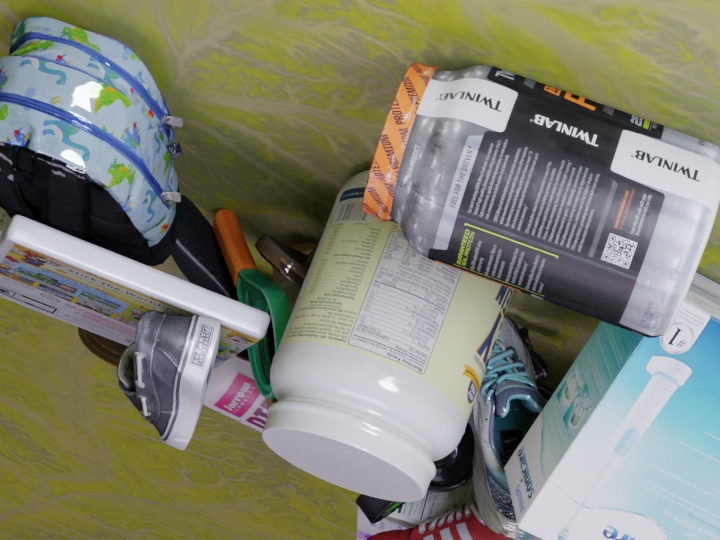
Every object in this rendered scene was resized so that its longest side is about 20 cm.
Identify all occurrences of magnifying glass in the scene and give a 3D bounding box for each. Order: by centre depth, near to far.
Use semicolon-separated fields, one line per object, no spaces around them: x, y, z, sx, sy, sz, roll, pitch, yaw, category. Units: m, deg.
-0.082;0.020;1.556;0.022;0.201;0.080;-2;127;-16;magnifying glass

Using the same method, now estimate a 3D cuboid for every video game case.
-0.182;0.021;1.532;0.199;0.023;0.182;22;163;-13;video game case

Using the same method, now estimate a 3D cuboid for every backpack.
-0.205;-0.090;1.442;0.162;0.155;0.200;24;-179;10;backpack

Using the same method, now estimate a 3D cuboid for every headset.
0.070;0.125;1.649;0.094;0.200;0.123;54;-156;8;headset

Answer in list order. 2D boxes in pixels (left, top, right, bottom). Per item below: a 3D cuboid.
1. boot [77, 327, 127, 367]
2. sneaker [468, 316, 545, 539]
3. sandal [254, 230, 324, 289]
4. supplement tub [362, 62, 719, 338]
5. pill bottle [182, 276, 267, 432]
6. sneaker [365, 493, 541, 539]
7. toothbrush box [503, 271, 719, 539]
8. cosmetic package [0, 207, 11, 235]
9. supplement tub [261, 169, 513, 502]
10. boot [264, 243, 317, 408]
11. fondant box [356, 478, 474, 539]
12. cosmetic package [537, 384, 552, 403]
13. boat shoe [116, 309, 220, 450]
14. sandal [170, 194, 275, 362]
-0.161;0.092;1.954;0.199;0.074;0.155;16;164;24;boot
0.110;0.093;1.534;0.077;0.201;0.086;-12;156;-14;sneaker
0.000;0.000;1.563;0.199;0.055;0.082;19;-168;-38;sandal
0.109;-0.047;1.224;0.198;0.123;0.123;20;161;4;supplement tub
-0.076;0.082;1.770;0.199;0.114;0.113;27;160;-14;pill bottle
0.088;0.200;1.658;0.198;0.114;0.071;3;-169;28;sneaker
0.213;0.111;1.410;0.146;0.201;0.085;25;-160;-14;toothbrush box
-0.245;-0.003;1.819;0.082;0.051;0.200;12;158;23;cosmetic package
0.021;0.046;1.443;0.144;0.201;0.145;19;161;7;supplement tub
0.004;0.088;1.631;0.073;0.156;0.200;-29;130;32;boot
0.098;0.223;1.784;0.198;0.059;0.144;17;162;5;fondant box
0.091;0.149;1.809;0.103;0.088;0.199;31;158;-35;cosmetic package
-0.145;0.077;1.507;0.067;0.072;0.200;16;161;-2;boat shoe
-0.106;0.028;1.637;0.045;0.075;0.200;-35;95;27;sandal
